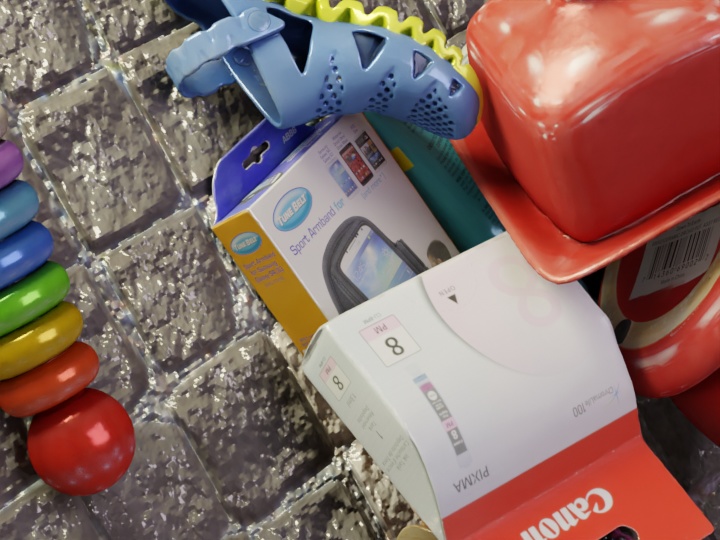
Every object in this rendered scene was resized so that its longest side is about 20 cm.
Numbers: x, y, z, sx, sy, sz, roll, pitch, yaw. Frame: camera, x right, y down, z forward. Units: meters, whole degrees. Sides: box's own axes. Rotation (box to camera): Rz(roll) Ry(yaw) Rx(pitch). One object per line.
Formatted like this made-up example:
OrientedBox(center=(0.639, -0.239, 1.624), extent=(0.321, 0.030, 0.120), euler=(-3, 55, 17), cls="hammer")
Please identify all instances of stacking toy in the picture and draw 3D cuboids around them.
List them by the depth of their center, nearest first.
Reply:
OrientedBox(center=(-0.174, 0.022, 1.180), extent=(0.085, 0.085, 0.201), euler=(-34, 104, -45), cls="stacking toy")

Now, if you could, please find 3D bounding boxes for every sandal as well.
OrientedBox(center=(-0.029, -0.112, 1.338), extent=(0.199, 0.080, 0.087), euler=(21, 66, 2), cls="sandal")

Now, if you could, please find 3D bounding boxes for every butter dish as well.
OrientedBox(center=(0.139, -0.125, 1.337), extent=(0.148, 0.200, 0.200), euler=(62, -1, -41), cls="butter dish")

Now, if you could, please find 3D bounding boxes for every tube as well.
OrientedBox(center=(0.058, -0.047, 1.435), extent=(0.200, 0.050, 0.077), euler=(51, 15, -13), cls="tube")

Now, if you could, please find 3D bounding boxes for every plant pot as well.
OrientedBox(center=(0.255, 0.017, 1.409), extent=(0.182, 0.200, 0.201), euler=(30, 55, -21), cls="plant pot")

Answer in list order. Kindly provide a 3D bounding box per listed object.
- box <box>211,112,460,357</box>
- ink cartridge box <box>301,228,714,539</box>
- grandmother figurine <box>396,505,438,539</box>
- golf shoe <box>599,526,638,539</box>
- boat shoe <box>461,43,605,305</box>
OrientedBox(center=(0.000, 0.000, 1.368), extent=(0.200, 0.041, 0.119), euler=(56, 46, -14), cls="box")
OrientedBox(center=(0.089, 0.084, 1.303), extent=(0.162, 0.057, 0.200), euler=(-26, 64, -37), cls="ink cartridge box")
OrientedBox(center=(0.099, 0.115, 1.390), extent=(0.060, 0.122, 0.200), euler=(33, 27, 26), cls="grandmother figurine")
OrientedBox(center=(0.172, 0.238, 1.408), extent=(0.092, 0.072, 0.201), euler=(-4, 84, -42), cls="golf shoe")
OrientedBox(center=(0.125, -0.055, 1.474), extent=(0.201, 0.070, 0.072), euler=(53, 26, -17), cls="boat shoe")
